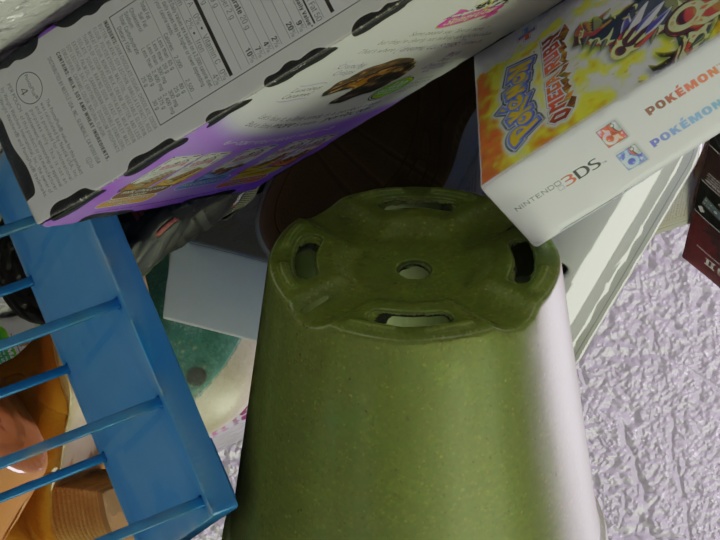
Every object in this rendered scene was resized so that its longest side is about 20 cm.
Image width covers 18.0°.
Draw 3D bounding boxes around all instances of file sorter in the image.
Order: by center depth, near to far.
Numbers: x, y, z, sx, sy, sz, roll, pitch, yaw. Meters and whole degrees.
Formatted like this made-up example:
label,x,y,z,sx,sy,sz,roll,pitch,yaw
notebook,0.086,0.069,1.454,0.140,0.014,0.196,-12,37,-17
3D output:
label,x,y,z,sx,sy,sz,roll,pitch,yaw
file sorter,-0.161,0.046,1.006,0.123,0.200,0.139,-21,172,-21

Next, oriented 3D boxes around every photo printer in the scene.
label,x,y,z,sx,sy,sz,roll,pitch,yaw
photo printer,0.105,-0.053,1.096,0.166,0.069,0.200,-85,-161,-59

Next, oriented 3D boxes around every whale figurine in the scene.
label,x,y,z,sx,sy,sz,roll,pitch,yaw
whale figurine,-0.138,0.058,1.340,0.200,0.104,0.159,-42,-153,17

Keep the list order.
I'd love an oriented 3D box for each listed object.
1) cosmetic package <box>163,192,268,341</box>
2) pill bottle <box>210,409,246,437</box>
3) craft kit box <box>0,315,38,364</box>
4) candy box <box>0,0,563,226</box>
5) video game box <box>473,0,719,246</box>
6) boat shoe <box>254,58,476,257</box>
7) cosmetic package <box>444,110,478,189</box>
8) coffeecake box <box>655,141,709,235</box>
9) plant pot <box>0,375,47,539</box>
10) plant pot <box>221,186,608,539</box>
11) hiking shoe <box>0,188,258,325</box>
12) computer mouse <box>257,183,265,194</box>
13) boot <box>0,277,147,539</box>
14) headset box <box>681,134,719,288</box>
label,x,y,z,sx,sy,sz,roll,pitch,yaw
cosmetic package,0.000,0.000,1.255,0.151,0.052,0.200,12,-164,17
pill bottle,-0.070,0.033,1.525,0.200,0.113,0.113,-28,173,-5
craft kit box,-0.209,0.126,1.436,0.048,0.200,0.197,-30,171,30
candy box,-0.028,-0.099,0.936,0.200,0.072,0.168,-29,173,28
video game box,0.130,-0.124,0.968,0.182,0.047,0.200,-35,-151,23
boat shoe,0.011,-0.068,1.107,0.200,0.071,0.064,-50,-166,-28
cosmetic package,0.101,-0.110,1.224,0.200,0.102,0.074,-27,172,19
coffeecake box,0.130,-0.077,1.373,0.153,0.073,0.200,18,-161,29
plant pot,-0.260,0.102,1.189,0.140,0.200,0.200,-45,171,7
plant pot,0.022,0.073,0.982,0.200,0.190,0.200,-1,-148,1
hiking shoe,-0.101,-0.033,1.151,0.200,0.076,0.101,-32,168,33
computer mouse,-0.058,-0.034,1.431,0.200,0.046,0.140,-27,172,4
boot,-0.185,0.060,1.280,0.144,0.202,0.071,1,-172,43
headset box,0.272,-0.071,1.332,0.149,0.075,0.200,-38,155,-23
